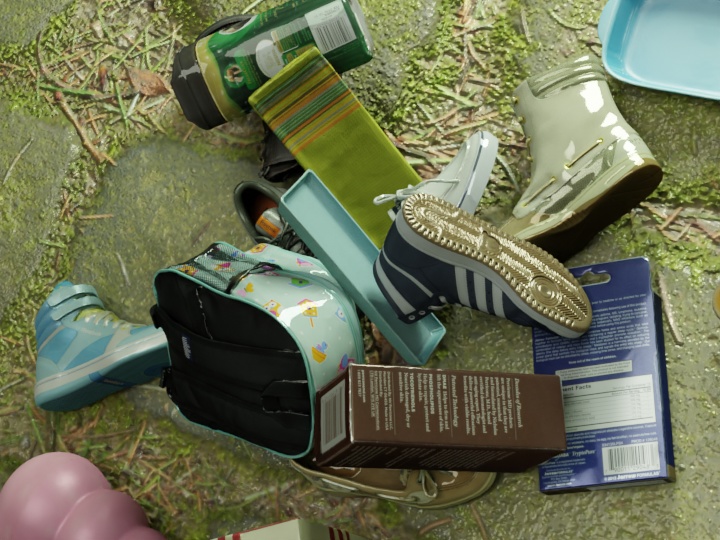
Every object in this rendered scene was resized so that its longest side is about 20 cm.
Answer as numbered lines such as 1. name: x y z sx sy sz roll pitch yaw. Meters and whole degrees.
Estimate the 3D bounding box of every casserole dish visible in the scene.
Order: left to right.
1. casserole dish: 0.316 -0.213 1.463 0.198 0.039 0.122 14 81 31

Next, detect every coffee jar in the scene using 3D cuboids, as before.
1. coffee jar: -0.089 -0.211 1.571 0.198 0.104 0.086 -22 105 8

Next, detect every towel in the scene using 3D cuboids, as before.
1. towel: -0.016 -0.115 1.542 0.086 0.018 0.200 -36 106 14

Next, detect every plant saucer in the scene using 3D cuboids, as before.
1. plant saucer: 0.000 0.000 1.458 0.019 0.070 0.200 -35 99 34

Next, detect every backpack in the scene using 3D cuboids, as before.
1. backpack: -0.082 0.074 1.490 0.199 0.153 0.178 22 125 43

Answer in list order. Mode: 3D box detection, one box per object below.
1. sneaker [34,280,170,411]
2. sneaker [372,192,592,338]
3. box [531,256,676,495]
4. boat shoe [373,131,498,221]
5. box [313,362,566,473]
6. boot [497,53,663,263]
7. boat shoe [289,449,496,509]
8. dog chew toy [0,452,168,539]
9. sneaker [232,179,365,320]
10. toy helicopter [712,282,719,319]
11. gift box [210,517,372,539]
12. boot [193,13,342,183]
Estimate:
1. sneaker: -0.266 0.057 1.664 0.198 0.079 0.132 -21 67 20
2. sneaker: 0.104 0.018 1.433 0.109 0.199 0.070 -55 7 43
3. box: 0.214 0.094 1.422 0.120 0.032 0.202 -10 72 25
4. boat shoe: 0.054 -0.051 1.509 0.086 0.075 0.203 26 100 -8
5. box: 0.068 0.130 1.376 0.100 0.198 0.076 138 135 -63
6. boot: 0.168 -0.094 1.485 0.199 0.072 0.156 -36 57 21
7. boat shoe: 0.029 0.182 1.475 0.198 0.063 0.074 -7 71 26
8. dog chew toy: -0.266 0.265 1.579 0.199 0.124 0.125 26 87 24
9. sneaker: -0.063 -0.017 1.579 0.074 0.079 0.200 -48 60 5
10. toy helicopter: 0.392 0.006 1.332 0.198 0.079 0.134 -9 69 29
11. gift box: -0.087 0.338 1.414 0.183 0.199 0.189 -20 67 26
12. boot: -0.092 -0.176 1.650 0.198 0.069 0.176 -5 71 24
